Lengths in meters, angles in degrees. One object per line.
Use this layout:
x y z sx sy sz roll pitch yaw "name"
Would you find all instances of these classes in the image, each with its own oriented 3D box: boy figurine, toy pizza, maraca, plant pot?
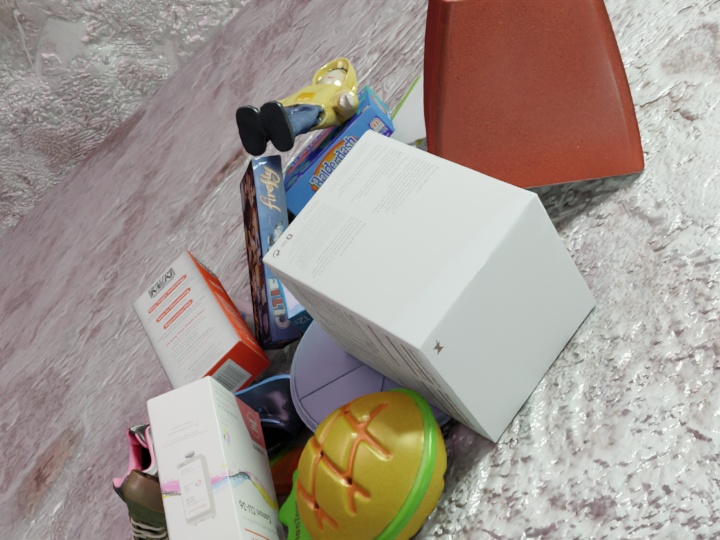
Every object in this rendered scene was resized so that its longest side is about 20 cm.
-0.053 -0.189 1.268 0.123 0.065 0.200 -4 23 34 "boy figurine"
0.030 0.082 1.025 0.198 0.032 0.202 -15 45 15 "toy pizza"
-0.006 0.176 0.905 0.200 0.106 0.138 -42 32 32 "maraca"
0.150 -0.203 1.054 0.197 0.178 0.201 -7 32 5 "plant pot"

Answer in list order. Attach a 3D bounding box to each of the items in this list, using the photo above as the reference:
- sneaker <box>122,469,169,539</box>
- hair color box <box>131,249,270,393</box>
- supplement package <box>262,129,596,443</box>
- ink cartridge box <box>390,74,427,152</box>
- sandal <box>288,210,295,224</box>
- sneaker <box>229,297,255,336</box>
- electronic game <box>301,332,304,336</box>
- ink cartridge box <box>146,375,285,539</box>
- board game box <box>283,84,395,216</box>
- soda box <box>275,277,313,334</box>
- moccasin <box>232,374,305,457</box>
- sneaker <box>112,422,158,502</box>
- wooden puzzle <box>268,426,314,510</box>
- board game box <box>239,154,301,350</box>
-0.182 0.248 1.055 0.200 0.066 0.091 62 -130 -72 "sneaker"
-0.189 0.073 1.302 0.101 0.061 0.200 -44 41 4 "hair color box"
0.057 0.009 0.930 0.199 0.151 0.152 27 73 44 "supplement package"
0.117 -0.175 1.299 0.199 0.076 0.149 -11 41 53 "ink cartridge box"
-0.120 -0.071 1.576 0.075 0.048 0.201 -39 24 17 "sandal"
-0.176 0.095 1.401 0.199 0.075 0.106 -9 61 55 "sneaker"
0.000 0.000 1.258 0.199 0.042 0.200 -38 18 14 "electronic game"
-0.116 0.208 0.963 0.067 0.117 0.202 -21 62 10 "ink cartridge box"
-0.028 -0.146 1.352 0.152 0.045 0.200 -45 11 10 "board game box"
0.016 -0.007 1.132 0.198 0.068 0.065 -27 56 13 "soda box"
-0.128 0.165 1.104 0.199 0.080 0.069 -37 25 38 "moccasin"
-0.216 0.192 1.259 0.079 0.095 0.201 -30 27 37 "sneaker"
-0.034 0.156 1.072 0.199 0.037 0.186 -15 38 51 "wooden puzzle"
-0.104 -0.016 1.266 0.135 0.034 0.203 144 120 -75 "board game box"
